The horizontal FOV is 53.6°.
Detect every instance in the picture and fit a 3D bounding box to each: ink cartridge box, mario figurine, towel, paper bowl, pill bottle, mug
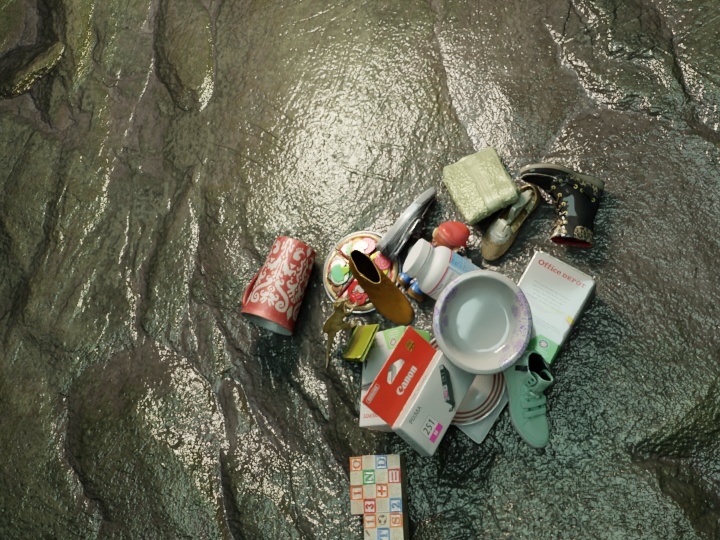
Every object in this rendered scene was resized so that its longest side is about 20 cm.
[{"bbox_3d":[0.074,0.237,1.536,0.144,0.082,0.206,-20,61,51],"label":"ink cartridge box"},{"bbox_3d":[0.180,-0.024,1.641,0.123,0.106,0.201,41,99,-11],"label":"mario figurine"},{"bbox_3d":[-0.002,0.157,1.568,0.018,0.200,0.088,26,80,-8],"label":"towel"},{"bbox_3d":[0.243,0.105,1.441,0.194,0.104,0.207,0,87,5],"label":"paper bowl"},{"bbox_3d":[0.194,0.019,1.543,0.197,0.109,0.111,31,81,-10],"label":"pill bottle"},{"bbox_3d":[0.392,0.084,1.518,0.143,0.087,0.203,29,85,23],"label":"ink cartridge box"},{"bbox_3d":[0.122,0.239,1.445,0.173,0.043,0.202,41,64,-10],"label":"ink cartridge box"},{"bbox_3d":[-0.207,0.028,1.704,0.173,0.134,0.205,15,74,19],"label":"mug"},{"bbox_3d":[0.273,-0.200,1.644,0.146,0.037,0.203,-27,45,10],"label":"towel"}]

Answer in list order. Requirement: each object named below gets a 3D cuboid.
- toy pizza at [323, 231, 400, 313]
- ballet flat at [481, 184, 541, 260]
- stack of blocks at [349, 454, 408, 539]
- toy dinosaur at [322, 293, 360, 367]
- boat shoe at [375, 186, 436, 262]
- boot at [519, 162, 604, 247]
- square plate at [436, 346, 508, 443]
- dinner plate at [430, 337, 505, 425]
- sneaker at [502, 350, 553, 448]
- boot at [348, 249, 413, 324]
[{"bbox_3d":[0.000,0.000,1.699,0.194,0.032,0.206,-5,71,16],"label":"toy pizza"},{"bbox_3d":[0.335,-0.116,1.612,0.070,0.065,0.202,33,85,24],"label":"ballet flat"},{"bbox_3d":[0.040,0.499,1.508,0.112,0.059,0.206,-8,71,15],"label":"stack of blocks"},{"bbox_3d":[-0.054,0.120,1.641,0.058,0.204,0.100,35,42,26],"label":"toy dinosaur"},{"bbox_3d":[0.121,-0.106,1.677,0.068,0.072,0.201,42,76,1],"label":"boat shoe"},{"bbox_3d":[0.436,-0.143,1.562,0.194,0.073,0.155,13,78,-12],"label":"boot"},{"bbox_3d":[0.238,0.234,1.549,0.196,0.028,0.202,35,86,24],"label":"square plate"},{"bbox_3d":[0.214,0.228,1.530,0.194,0.024,0.206,-5,72,16],"label":"dinner plate"},{"bbox_3d":[0.350,0.259,1.437,0.072,0.118,0.206,-15,84,-19],"label":"sneaker"},{"bbox_3d":[0.044,0.040,1.590,0.071,0.144,0.201,-44,84,-5],"label":"boot"}]
